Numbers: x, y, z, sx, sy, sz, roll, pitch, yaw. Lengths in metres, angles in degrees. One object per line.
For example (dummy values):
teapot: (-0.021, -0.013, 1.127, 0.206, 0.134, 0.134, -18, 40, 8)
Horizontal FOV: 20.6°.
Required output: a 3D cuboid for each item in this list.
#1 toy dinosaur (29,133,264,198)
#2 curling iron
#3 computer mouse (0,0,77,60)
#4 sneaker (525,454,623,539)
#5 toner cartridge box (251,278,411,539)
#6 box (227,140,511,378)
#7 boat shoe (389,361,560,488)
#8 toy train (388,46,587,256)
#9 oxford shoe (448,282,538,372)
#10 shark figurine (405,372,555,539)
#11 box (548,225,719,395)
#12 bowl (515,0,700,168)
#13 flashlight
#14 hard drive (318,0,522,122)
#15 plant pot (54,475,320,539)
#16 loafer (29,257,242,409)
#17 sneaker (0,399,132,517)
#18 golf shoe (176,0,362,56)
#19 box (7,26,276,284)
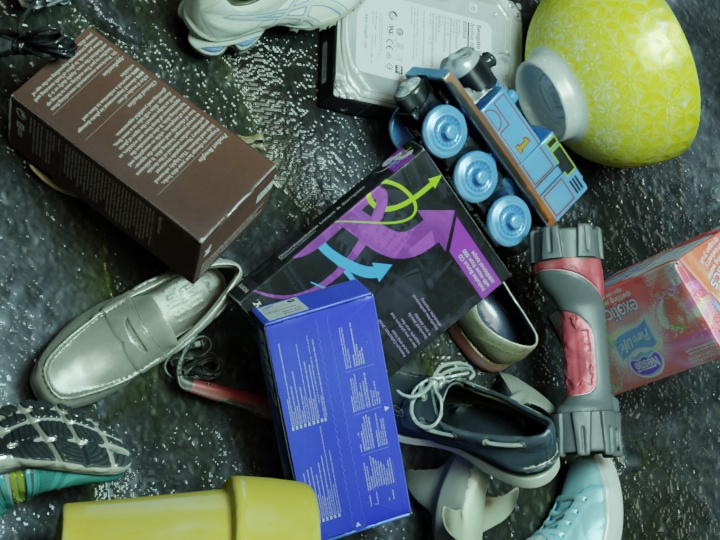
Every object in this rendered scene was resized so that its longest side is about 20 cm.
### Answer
toy dinosaur: (-0.169, -0.059, 1.643, 0.198, 0.058, 0.102, -13, 65, -19)
curling iron: (-0.072, 0.104, 1.654, 0.199, 0.026, 0.050, 23, 68, -22)
computer mouse: (-0.241, -0.238, 1.629, 0.044, 0.109, 0.201, 56, 46, -35)
sneaker: (0.173, 0.245, 1.723, 0.081, 0.074, 0.202, 24, 64, -25)
toner cartridge box: (-0.023, 0.116, 1.605, 0.094, 0.043, 0.202, -15, 111, -14)
box: (0.009, 0.012, 1.629, 0.200, 0.036, 0.143, -40, 115, -5)
boat shoe: (0.076, 0.118, 1.649, 0.199, 0.062, 0.075, 25, 49, 30)
toy train: (0.110, -0.108, 1.764, 0.114, 0.086, 0.200, -46, 115, -18)
oxford shoe: (0.084, 0.000, 1.744, 0.200, 0.074, 0.071, 45, 62, -9)
shark figurine: (0.087, 0.168, 1.700, 0.128, 0.089, 0.216, 44, 61, -50)
box: (0.274, 0.037, 1.766, 0.102, 0.200, 0.095, -29, 90, -33)
bowl: (0.206, -0.173, 1.802, 0.107, 0.200, 0.201, -26, 89, -21)
flashlight: (0.185, 0.062, 1.726, 0.068, 0.067, 0.202, 16, 70, -62)
hard drive: (0.058, -0.199, 1.812, 0.198, 0.038, 0.141, 12, 70, -27)
plant pot: (-0.139, 0.250, 1.486, 0.187, 0.201, 0.203, 7, 71, -11)
loafer: (-0.178, 0.045, 1.586, 0.200, 0.070, 0.070, -37, 95, -32)
sneaker: (-0.273, 0.151, 1.504, 0.198, 0.080, 0.078, -3, 35, -25)
golf shoe: (-0.060, -0.251, 1.705, 0.199, 0.097, 0.079, -28, 76, -24)
box: (-0.176, -0.094, 1.586, 0.199, 0.075, 0.100, 37, 59, 12)
